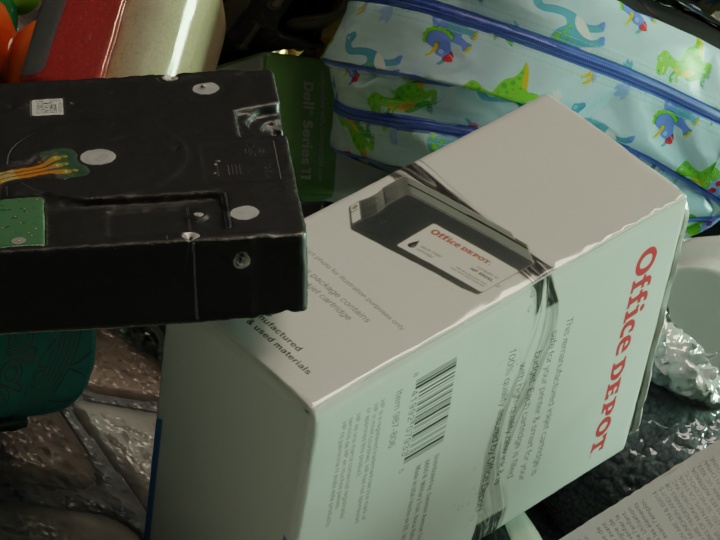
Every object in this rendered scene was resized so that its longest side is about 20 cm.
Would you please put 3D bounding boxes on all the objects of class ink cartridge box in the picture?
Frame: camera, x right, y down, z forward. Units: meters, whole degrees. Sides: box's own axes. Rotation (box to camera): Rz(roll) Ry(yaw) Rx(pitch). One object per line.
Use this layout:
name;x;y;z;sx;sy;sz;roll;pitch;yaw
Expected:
ink cartridge box;0.021;0.040;1.072;0.200;0.145;0.084;-28;54;-34
ink cartridge box;0.008;-0.054;1.349;0.200;0.068;0.117;5;-8;-33

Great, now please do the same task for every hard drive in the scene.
hard drive;-0.123;-0.024;0.998;0.199;0.038;0.140;-3;28;-7

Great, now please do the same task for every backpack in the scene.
backpack;0.079;-0.083;1.230;0.200;0.154;0.163;37;-6;-39

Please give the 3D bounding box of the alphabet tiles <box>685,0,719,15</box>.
alphabet tiles;0.074;-0.146;1.256;0.199;0.006;0.166;13;-10;-9

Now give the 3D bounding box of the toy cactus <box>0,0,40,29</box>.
toy cactus;-0.167;-0.106;1.304;0.199;0.102;0.165;-4;59;-24

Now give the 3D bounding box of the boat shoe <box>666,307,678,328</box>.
boat shoe;0.092;0.019;1.252;0.200;0.069;0.057;35;26;-52

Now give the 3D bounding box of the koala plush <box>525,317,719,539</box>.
koala plush;0.153;0.100;1.211;0.200;0.177;0.184;33;34;-7

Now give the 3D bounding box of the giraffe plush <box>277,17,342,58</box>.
giraffe plush;-0.070;-0.124;1.453;0.172;0.200;0.162;26;49;-19

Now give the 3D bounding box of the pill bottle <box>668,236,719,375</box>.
pill bottle;0.214;0.030;1.532;0.113;0.113;0.200;37;20;15

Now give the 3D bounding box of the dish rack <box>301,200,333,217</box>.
dish rack;0.000;0.000;1.287;0.153;0.055;0.200;0;-6;30

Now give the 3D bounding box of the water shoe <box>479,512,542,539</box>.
water shoe;0.009;0.084;1.172;0.079;0.072;0.200;9;28;-38

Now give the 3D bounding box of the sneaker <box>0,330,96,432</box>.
sneaker;-0.150;0.041;1.035;0.120;0.084;0.200;6;30;-32

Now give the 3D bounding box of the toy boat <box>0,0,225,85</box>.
toy boat;-0.131;-0.084;1.164;0.130;0.131;0.200;15;-9;1

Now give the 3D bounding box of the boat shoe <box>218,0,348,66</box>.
boat shoe;-0.042;-0.125;1.272;0.073;0.075;0.200;28;-13;6

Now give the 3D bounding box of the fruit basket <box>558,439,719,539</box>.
fruit basket;0.194;0.142;1.093;0.185;0.200;0.094;57;-2;8
